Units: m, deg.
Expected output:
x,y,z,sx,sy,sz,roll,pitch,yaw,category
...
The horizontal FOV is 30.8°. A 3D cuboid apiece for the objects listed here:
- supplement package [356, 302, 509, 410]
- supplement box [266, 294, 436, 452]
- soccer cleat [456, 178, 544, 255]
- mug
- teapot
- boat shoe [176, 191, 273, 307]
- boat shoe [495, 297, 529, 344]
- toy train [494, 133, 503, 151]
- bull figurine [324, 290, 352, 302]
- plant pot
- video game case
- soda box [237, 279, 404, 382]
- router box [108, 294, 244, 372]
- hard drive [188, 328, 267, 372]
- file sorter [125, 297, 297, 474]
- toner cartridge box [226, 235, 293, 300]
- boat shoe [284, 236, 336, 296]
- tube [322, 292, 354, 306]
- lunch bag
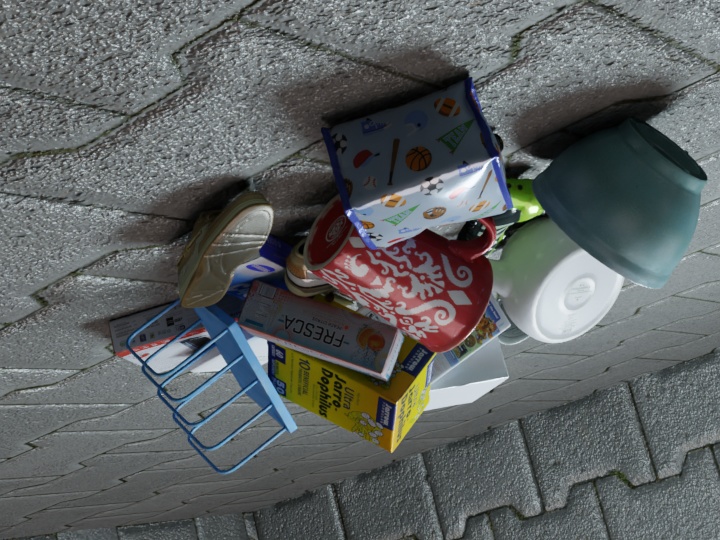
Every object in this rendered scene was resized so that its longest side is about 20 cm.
x,y,z,sx,sy,sz,roll,pitch,yaw,category
0.100,0.094,1.928,0.151,0.201,0.151,-8,163,-20,supplement package
-0.014,0.132,1.730,0.110,0.199,0.109,-49,155,-39,supplement box
0.163,-0.071,1.687,0.081,0.068,0.200,12,154,-21,soccer cleat
0.051,-0.022,1.560,0.200,0.178,0.133,29,179,-26,mug
0.271,-0.006,1.858,0.197,0.146,0.200,-44,136,0,teapot
-0.165,-0.034,1.494,0.074,0.067,0.200,-1,147,-37,boat shoe
0.255,0.032,1.955,0.202,0.074,0.065,-55,-171,-23,boat shoe
0.101,-0.110,1.536,0.046,0.034,0.200,-16,168,-38,toy train
0.000,0.000,1.750,0.121,0.065,0.200,-18,175,5,bull figurine
0.321,-0.094,1.540,0.200,0.200,0.134,6,128,-52,plant pot
0.101,0.070,1.830,0.200,0.143,0.018,-33,-176,-24,video game case
-0.050,0.076,1.644,0.199,0.064,0.068,19,170,13,soda box
-0.235,0.086,1.882,0.199,0.049,0.180,-17,164,7,router box
-0.140,0.102,1.883,0.132,0.027,0.200,0,159,-45,hard drive
-0.200,0.148,1.726,0.123,0.139,0.200,-37,126,-16,file sorter
-0.133,-0.002,1.677,0.095,0.043,0.200,-20,164,16,toner cartridge box
0.000,-0.029,1.639,0.199,0.075,0.069,-23,149,-24,boat shoe
-0.077,0.041,1.871,0.052,0.058,0.200,-55,160,5,tube
0.067,-0.099,1.375,0.169,0.124,0.200,-18,157,9,lunch bag
